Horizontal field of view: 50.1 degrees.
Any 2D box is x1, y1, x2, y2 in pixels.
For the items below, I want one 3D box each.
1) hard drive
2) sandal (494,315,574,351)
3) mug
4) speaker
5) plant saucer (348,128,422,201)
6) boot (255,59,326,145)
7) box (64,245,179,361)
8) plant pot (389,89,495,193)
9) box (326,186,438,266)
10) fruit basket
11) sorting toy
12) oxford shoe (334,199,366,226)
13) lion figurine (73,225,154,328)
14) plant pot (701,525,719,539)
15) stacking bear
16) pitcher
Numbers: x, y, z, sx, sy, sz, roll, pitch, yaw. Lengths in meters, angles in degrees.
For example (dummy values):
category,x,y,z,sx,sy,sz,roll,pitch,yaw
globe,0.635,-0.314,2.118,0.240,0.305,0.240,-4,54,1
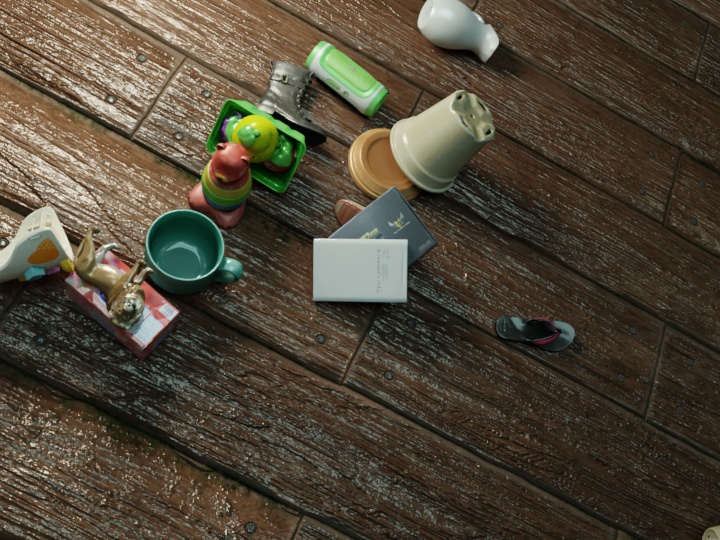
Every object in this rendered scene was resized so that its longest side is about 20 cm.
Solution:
category,x,y,z,sx,sy,sz,roll,pitch,yaw
hard drive,0.000,0.000,1.634,0.199,0.025,0.133,1,92,5
sandal,0.406,0.140,1.764,0.199,0.045,0.076,8,66,-15
mug,-0.346,-0.017,1.543,0.152,0.114,0.185,-35,83,-28
speaker,-0.033,-0.460,1.849,0.200,0.088,0.089,38,62,0
plant saucer,0.070,-0.253,1.823,0.199,0.037,0.201,7,67,-16
boot,-0.145,-0.399,1.795,0.199,0.069,0.175,25,63,-5
box,-0.458,0.066,1.481,0.200,0.095,0.103,40,62,1
plant pot,0.201,-0.311,1.775,0.200,0.183,0.202,20,53,-30
box,0.044,-0.060,1.668,0.200,0.051,0.158,-37,85,5
fruit basket,-0.223,-0.267,1.640,0.215,0.156,0.216,24,30,-15
sorting toy,-0.640,-0.022,1.436,0.179,0.200,0.107,-26,113,-12
oxford shoe,0.032,-0.097,1.740,0.200,0.071,0.074,37,33,3
lion figurine,-0.465,0.013,1.417,0.199,0.073,0.123,33,75,14
plant pot,0.849,0.614,1.652,0.199,0.188,0.188,9,65,1
stacking bear,-0.276,-0.191,1.588,0.121,0.200,0.114,35,63,-1
pitcher,0.251,-0.648,2.015,0.199,0.121,0.172,16,43,-23
